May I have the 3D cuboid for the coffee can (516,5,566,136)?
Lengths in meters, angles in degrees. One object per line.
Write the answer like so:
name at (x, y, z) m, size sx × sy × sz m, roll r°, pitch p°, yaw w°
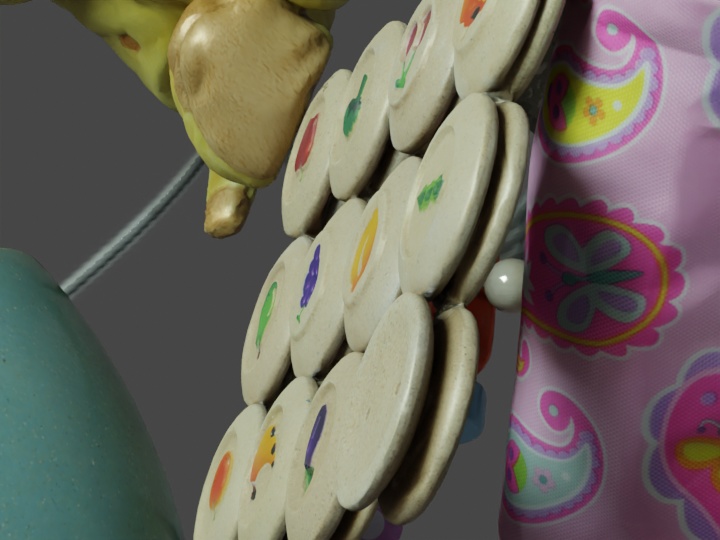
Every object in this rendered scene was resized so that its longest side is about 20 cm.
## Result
coffee can at (0.104, -0.142, 0.752) m, size 0.146 × 0.146 × 0.201 m, roll -26°, pitch 48°, yaw 32°

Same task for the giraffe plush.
giraffe plush at (-0.078, -0.118, 0.847) m, size 0.200 × 0.162 × 0.173 m, roll 126°, pitch 166°, yaw -71°

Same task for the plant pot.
plant pot at (-0.127, 0.112, 0.815) m, size 0.135 × 0.200 × 0.200 m, roll 45°, pitch 102°, yaw 13°

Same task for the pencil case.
pencil case at (0.081, 0.007, 0.657) m, size 0.087 × 0.087 × 0.201 m, roll 43°, pitch 137°, yaw 51°

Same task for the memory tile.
memory tile at (0.000, 0.000, 0.673) m, size 0.200 × 0.017 × 0.154 m, roll 146°, pitch 140°, yaw -69°

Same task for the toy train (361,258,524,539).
toy train at (-0.011, 0.081, 0.753) m, size 0.150 × 0.055 × 0.201 m, roll 137°, pitch 145°, yaw -59°
